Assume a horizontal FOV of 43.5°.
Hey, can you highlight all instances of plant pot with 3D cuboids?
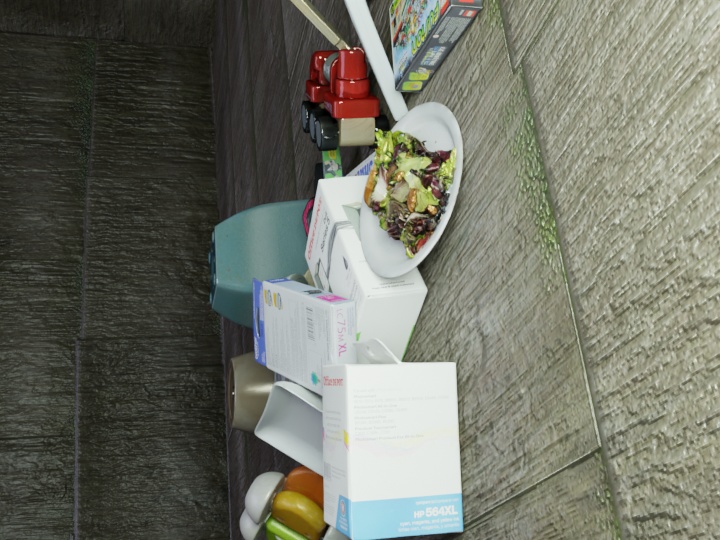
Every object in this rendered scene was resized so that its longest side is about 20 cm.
[{"bbox_3d":[-0.136,0.205,1.537,0.200,0.172,0.202,-179,90,-75],"label":"plant pot"},{"bbox_3d":[-0.171,-0.002,1.628,0.197,0.198,0.198,117,149,-61],"label":"plant pot"}]

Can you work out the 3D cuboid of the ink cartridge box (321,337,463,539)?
[{"bbox_3d":[0.030,0.176,0.979,0.128,0.124,0.202,158,111,-74],"label":"ink cartridge box"}]

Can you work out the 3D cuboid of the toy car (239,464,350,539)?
[{"bbox_3d":[-0.086,0.377,1.422,0.150,0.174,0.201,-57,-10,-39],"label":"toy car"}]

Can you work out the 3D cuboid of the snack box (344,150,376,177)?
[{"bbox_3d":[0.013,-0.114,1.255,0.200,0.024,0.073,159,108,-75],"label":"snack box"}]

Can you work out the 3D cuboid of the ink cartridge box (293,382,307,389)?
[{"bbox_3d":[-0.070,0.105,1.284,0.148,0.075,0.202,92,162,-63],"label":"ink cartridge box"}]

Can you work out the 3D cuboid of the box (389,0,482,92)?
[{"bbox_3d":[0.078,-0.289,0.990,0.200,0.034,0.111,135,133,-70],"label":"box"}]

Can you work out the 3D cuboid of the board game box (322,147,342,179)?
[{"bbox_3d":[-0.037,-0.076,1.388,0.135,0.029,0.202,94,171,-66],"label":"board game box"}]

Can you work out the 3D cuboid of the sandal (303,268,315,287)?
[{"bbox_3d":[-0.065,0.094,1.464,0.070,0.077,0.214,-176,81,-82],"label":"sandal"}]

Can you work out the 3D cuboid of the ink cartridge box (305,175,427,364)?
[{"bbox_3d":[0.000,0.000,1.140,0.146,0.083,0.201,105,151,-46],"label":"ink cartridge box"}]

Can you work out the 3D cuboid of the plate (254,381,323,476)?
[{"bbox_3d":[-0.037,0.223,1.185,0.032,0.198,0.200,-57,-4,-31],"label":"plate"}]

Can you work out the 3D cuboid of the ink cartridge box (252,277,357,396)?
[{"bbox_3d":[-0.073,0.079,1.127,0.199,0.042,0.121,14,110,52],"label":"ink cartridge box"}]

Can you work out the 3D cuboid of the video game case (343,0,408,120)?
[{"bbox_3d":[0.001,-0.312,1.110,0.201,0.023,0.183,61,-171,-48],"label":"video game case"}]

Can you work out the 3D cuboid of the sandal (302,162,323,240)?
[{"bbox_3d":[-0.071,-0.088,1.503,0.075,0.045,0.202,67,-164,-57],"label":"sandal"}]

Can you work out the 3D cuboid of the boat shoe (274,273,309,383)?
[{"bbox_3d":[-0.109,0.104,1.396,0.074,0.064,0.204,-30,-59,-57],"label":"boat shoe"}]

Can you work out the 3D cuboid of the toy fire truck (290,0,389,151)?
[{"bbox_3d":[-0.039,-0.276,1.224,0.176,0.127,0.202,-122,31,-66],"label":"toy fire truck"}]

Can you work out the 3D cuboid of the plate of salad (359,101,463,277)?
[{"bbox_3d":[0.045,-0.093,1.001,0.200,0.048,0.202,-35,47,49],"label":"plate of salad"}]
